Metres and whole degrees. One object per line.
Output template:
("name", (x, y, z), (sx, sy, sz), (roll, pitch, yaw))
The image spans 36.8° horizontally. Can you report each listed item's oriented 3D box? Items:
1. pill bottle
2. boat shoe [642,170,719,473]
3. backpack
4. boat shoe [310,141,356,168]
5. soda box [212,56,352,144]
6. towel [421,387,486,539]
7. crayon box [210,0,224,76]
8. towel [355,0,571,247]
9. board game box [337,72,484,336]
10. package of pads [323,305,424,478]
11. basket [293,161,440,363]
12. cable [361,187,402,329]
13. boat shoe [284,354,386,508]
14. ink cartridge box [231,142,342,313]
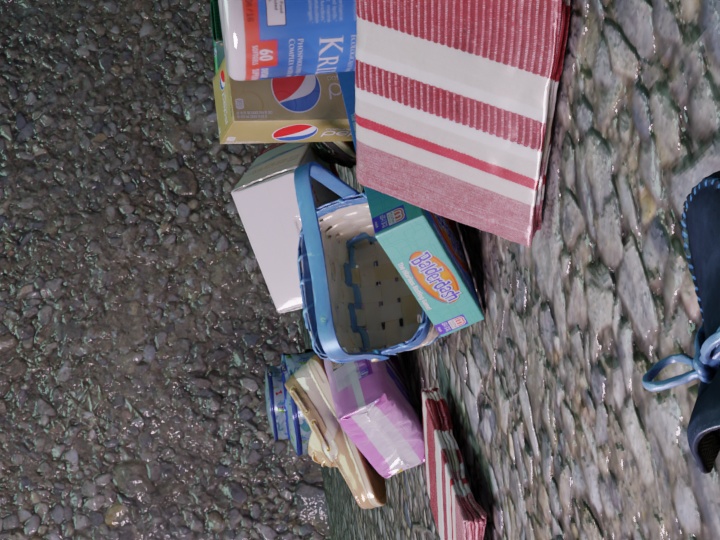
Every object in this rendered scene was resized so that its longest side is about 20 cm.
("pill bottle", (0.000, -0.196, 0.751), (0.112, 0.196, 0.115), (173, 90, -83))
("boat shoe", (0.144, 0.047, 0.366), (0.085, 0.067, 0.203), (94, 168, -52))
("backpack", (-0.133, 0.298, 2.362), (0.201, 0.144, 0.186), (-112, 15, -55))
("boat shoe", (-0.024, -0.146, 1.180), (0.200, 0.065, 0.073), (13, -117, -66))
("soda box", (-0.039, -0.165, 1.047), (0.064, 0.196, 0.069), (144, 120, -66))
("towel", (0.090, 0.228, 1.053), (0.201, 0.022, 0.146), (-105, 10, -59))
("crayon box", (-0.057, -0.233, 1.144), (0.119, 0.196, 0.059), (98, 164, -62))
("towel", (0.059, -0.120, 0.689), (0.023, 0.142, 0.203), (-46, -32, -41))
("board game box", (0.041, -0.068, 0.922), (0.153, 0.044, 0.202), (54, -162, -49))
("package of pads", (0.012, 0.137, 1.291), (0.121, 0.075, 0.201), (58, -172, -34))
("basket", (0.000, 0.000, 1.035), (0.199, 0.137, 0.180), (14, -116, -61))
("cable", (0.023, -0.023, 1.284), (0.164, 0.050, 0.203), (-110, 15, -61))
("boat shoe", (-0.032, 0.202, 1.300), (0.202, 0.069, 0.074), (64, -169, 28))
("ink cartridge box", (-0.066, -0.061, 1.214), (0.200, 0.084, 0.150), (-70, -39, -70))
